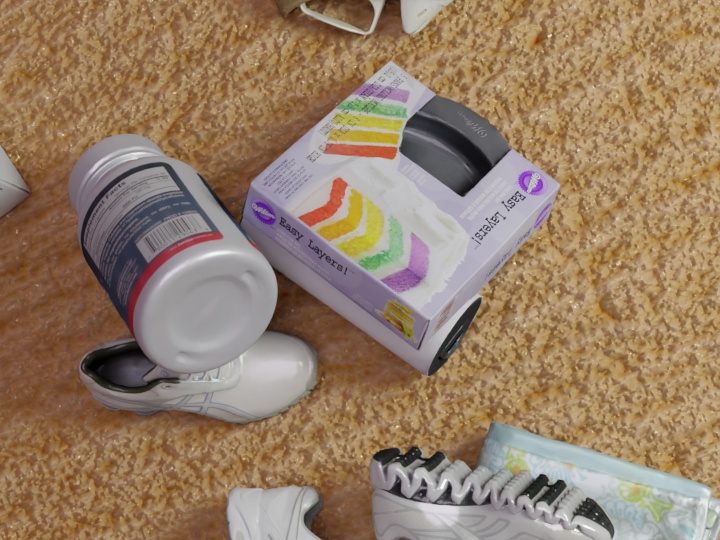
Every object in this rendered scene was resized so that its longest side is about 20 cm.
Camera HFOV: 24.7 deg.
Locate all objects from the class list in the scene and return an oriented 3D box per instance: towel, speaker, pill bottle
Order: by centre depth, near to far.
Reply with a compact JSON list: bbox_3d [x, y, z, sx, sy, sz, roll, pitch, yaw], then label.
[{"bbox_3d":[0.172,0.228,1.299,0.199,0.048,0.172,17,85,12],"label":"towel"},{"bbox_3d":[-0.159,-0.021,1.325,0.119,0.120,0.200,-42,46,3],"label":"pill bottle"},{"bbox_3d":[0.000,0.000,1.344,0.199,0.081,0.081,36,90,13],"label":"speaker"}]

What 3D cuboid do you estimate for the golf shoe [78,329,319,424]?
[{"bbox_3d":[-0.135,0.086,1.349,0.198,0.097,0.079,-5,80,8],"label":"golf shoe"}]

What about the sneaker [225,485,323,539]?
[{"bbox_3d":[-0.047,0.260,1.308,0.099,0.078,0.201,-13,69,2],"label":"sneaker"}]

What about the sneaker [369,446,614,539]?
[{"bbox_3d":[0.099,0.193,1.267,0.199,0.075,0.082,10,99,25],"label":"sneaker"}]

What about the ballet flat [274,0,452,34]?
[{"bbox_3d":[0.017,-0.235,1.384,0.198,0.068,0.073,2,103,11],"label":"ballet flat"}]

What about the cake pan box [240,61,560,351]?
[{"bbox_3d":[0.036,-0.057,1.313,0.184,0.052,0.200,39,55,13],"label":"cake pan box"}]

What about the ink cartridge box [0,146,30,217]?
[{"bbox_3d":[-0.404,-0.106,1.428,0.144,0.085,0.201,-36,77,4],"label":"ink cartridge box"}]
